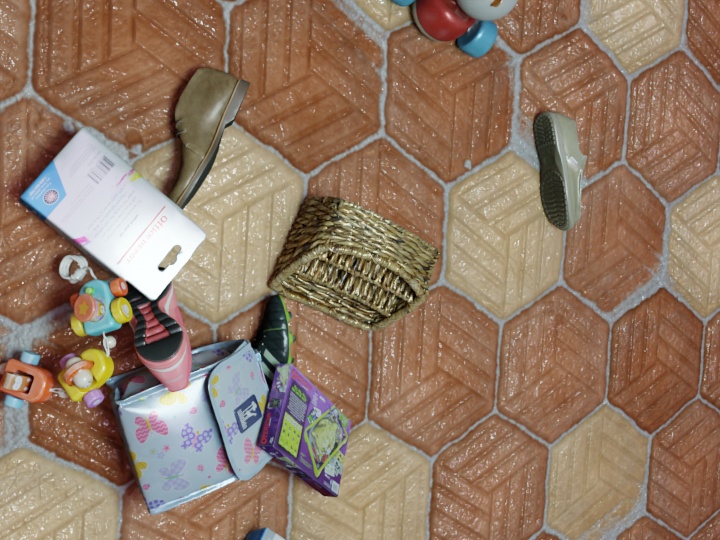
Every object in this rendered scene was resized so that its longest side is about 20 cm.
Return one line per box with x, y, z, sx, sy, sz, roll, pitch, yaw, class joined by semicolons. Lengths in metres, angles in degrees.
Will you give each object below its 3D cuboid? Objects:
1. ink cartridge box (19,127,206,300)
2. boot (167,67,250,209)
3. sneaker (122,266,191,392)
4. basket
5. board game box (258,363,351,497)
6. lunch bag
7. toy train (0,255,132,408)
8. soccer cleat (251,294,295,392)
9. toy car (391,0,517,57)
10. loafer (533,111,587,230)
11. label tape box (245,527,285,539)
-0.305;-0.066;1.163;0.200;0.068;0.115;42;75;-16;ink cartridge box
-0.219;-0.172;1.231;0.075;0.074;0.200;24;79;-11;boot
-0.255;0.076;1.175;0.074;0.200;0.087;-18;130;-7;sneaker
0.000;0.000;1.328;0.200;0.143;0.149;27;81;-30;basket
-0.073;0.226;1.309;0.200;0.032;0.120;53;45;-49;board game box
-0.210;0.196;1.227;0.200;0.127;0.170;-18;107;-20;lunch bag
-0.359;0.083;1.116;0.200;0.150;0.056;-67;161;-2;toy train
-0.138;0.133;1.310;0.081;0.068;0.201;3;95;-18;soccer cleat
0.175;-0.422;1.348;0.184;0.200;0.177;27;82;-31;toy car
0.340;-0.166;1.550;0.068;0.076;0.201;-14;102;-23;loafer
-0.099;0.479;1.320;0.200;0.066;0.143;38;52;-13;label tape box
